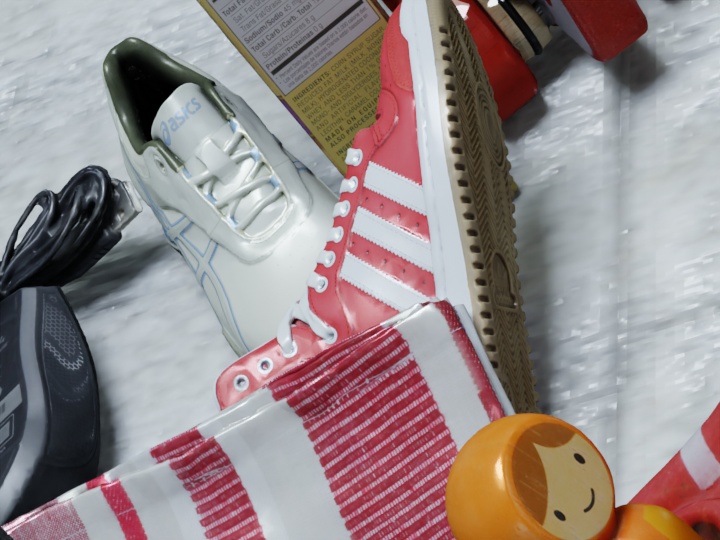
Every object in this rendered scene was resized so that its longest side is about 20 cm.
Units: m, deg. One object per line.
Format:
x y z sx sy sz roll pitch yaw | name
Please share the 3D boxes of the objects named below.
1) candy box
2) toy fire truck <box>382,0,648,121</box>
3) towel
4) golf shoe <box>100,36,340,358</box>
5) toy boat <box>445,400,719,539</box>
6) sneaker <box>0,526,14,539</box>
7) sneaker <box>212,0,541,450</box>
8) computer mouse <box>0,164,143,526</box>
-0.027 -0.104 1.118 0.056 0.200 0.117 -38 39 2 | candy box
0.036 -0.168 1.152 0.112 0.168 0.200 -39 40 1 | toy fire truck
-0.024 0.115 1.000 0.199 0.023 0.145 -29 77 14 | towel
-0.051 -0.026 1.149 0.078 0.097 0.200 -42 41 -5 | golf shoe
0.083 0.089 0.870 0.200 0.130 0.131 -48 19 19 | toy boat
-0.136 0.191 0.984 0.108 0.067 0.202 -31 75 18 | sneaker
0.000 0.000 1.051 0.112 0.071 0.201 -11 75 21 | sneaker
-0.138 0.058 1.173 0.138 0.053 0.200 -39 30 24 | computer mouse
